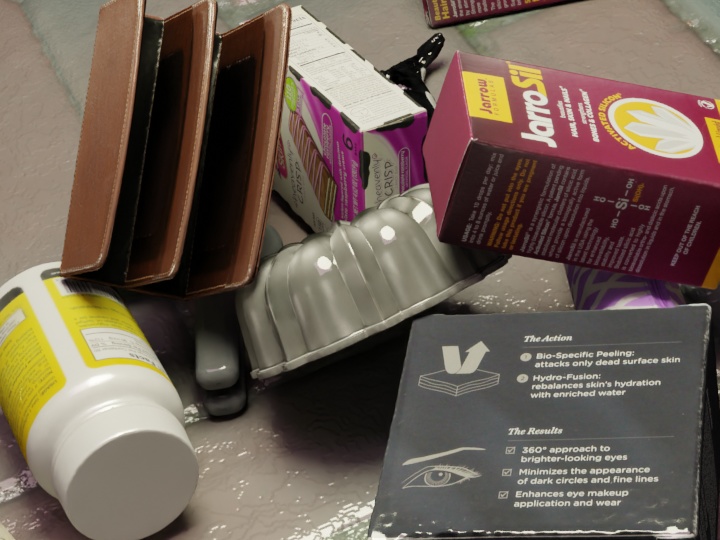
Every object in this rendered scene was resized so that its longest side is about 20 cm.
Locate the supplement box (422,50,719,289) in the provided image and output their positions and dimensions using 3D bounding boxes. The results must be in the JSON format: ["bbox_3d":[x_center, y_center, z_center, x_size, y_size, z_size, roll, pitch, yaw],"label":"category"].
[{"bbox_3d":[0.150,-0.067,1.372,0.199,0.086,0.111,10,37,-11],"label":"supplement box"}]

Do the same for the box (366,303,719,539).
[{"bbox_3d":[0.123,0.130,1.288,0.196,0.118,0.201,-2,42,15],"label":"box"}]

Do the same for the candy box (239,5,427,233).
[{"bbox_3d":[-0.022,-0.100,1.587,0.061,0.137,0.200,-18,37,-22],"label":"candy box"}]

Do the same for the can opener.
[{"bbox_3d":[-0.094,0.023,1.534,0.066,0.053,0.201,-8,40,7],"label":"can opener"}]

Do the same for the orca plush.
[{"bbox_3d":[0.040,-0.138,1.668,0.105,0.071,0.200,1,42,19],"label":"orca plush"}]

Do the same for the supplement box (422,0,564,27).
[{"bbox_3d":[0.142,-0.308,1.795,0.199,0.131,0.103,-10,38,5],"label":"supplement box"}]

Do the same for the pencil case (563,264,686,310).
[{"bbox_3d":[0.190,0.008,1.437,0.084,0.086,0.201,15,37,-21],"label":"pencil case"}]

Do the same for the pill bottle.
[{"bbox_3d":[-0.190,0.091,1.435,0.114,0.115,0.200,-24,40,-11],"label":"pill bottle"}]

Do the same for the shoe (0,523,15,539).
[{"bbox_3d":[-0.274,0.192,1.388,0.070,0.054,0.200,-36,44,-25],"label":"shoe"}]

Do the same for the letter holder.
[{"bbox_3d":[-0.126,-0.090,1.429,0.100,0.201,0.142,12,-10,-26],"label":"letter holder"}]

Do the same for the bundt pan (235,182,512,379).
[{"bbox_3d":[0.000,0.000,1.433,0.201,0.076,0.202,-25,2,1],"label":"bundt pan"}]
